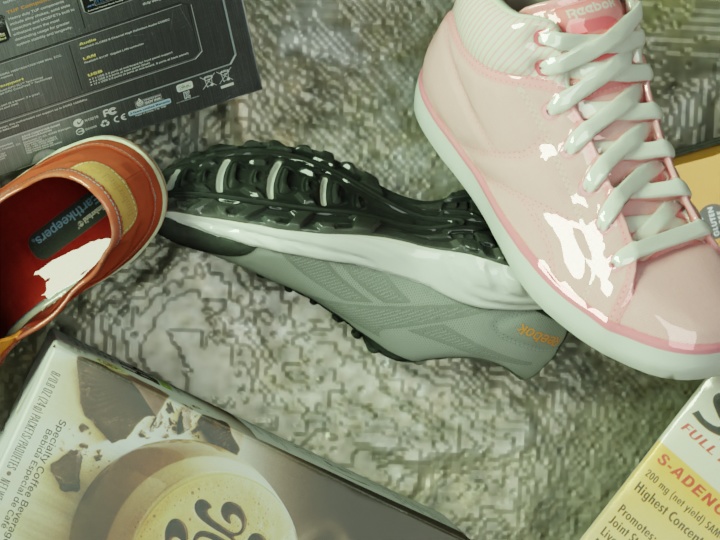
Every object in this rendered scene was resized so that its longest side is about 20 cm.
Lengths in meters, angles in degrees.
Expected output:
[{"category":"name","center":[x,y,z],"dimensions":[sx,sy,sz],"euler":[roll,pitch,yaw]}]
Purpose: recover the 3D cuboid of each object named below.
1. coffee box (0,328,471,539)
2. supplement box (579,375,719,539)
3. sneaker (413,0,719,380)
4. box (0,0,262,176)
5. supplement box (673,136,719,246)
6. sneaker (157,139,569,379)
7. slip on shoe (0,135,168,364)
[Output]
[{"category":"coffee box","center":[-0.066,0.120,1.100],"dimensions":[0.199,0.080,0.114],"euler":[25,90,-10]},{"category":"supplement box","center":[0.177,0.115,1.098],"dimensions":[0.126,0.073,0.200],"euler":[39,103,16]},{"category":"sneaker","center":[0.096,-0.052,1.053],"dimensions":[0.075,0.105,0.200],"euler":[-17,54,-32]},{"category":"box","center":[-0.150,-0.113,1.041],"dimensions":[0.199,0.048,0.159],"euler":[-20,137,-7]},{"category":"supplement box","center":[0.210,-0.040,1.139],"dimensions":[0.199,0.069,0.067],"euler":[-17,94,-5]},{"category":"sneaker","center":[0.000,0.000,1.108],"dimensions":[0.199,0.074,0.080],"euler":[15,121,-2]},{"category":"slip on shoe","center":[-0.168,0.014,1.071],"dimensions":[0.200,0.061,0.074],"euler":[-35,92,14]}]
